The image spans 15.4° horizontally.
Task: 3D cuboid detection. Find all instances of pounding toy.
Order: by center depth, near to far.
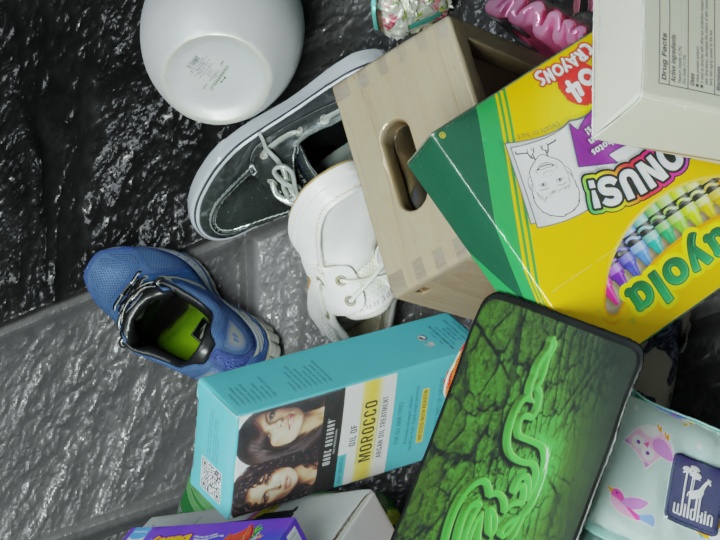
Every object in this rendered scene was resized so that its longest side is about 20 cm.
[{"bbox_3d":[0.070,-0.068,1.764,0.142,0.184,0.201,-30,64,29],"label":"pounding toy"}]

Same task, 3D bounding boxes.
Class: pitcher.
[{"bbox_3d":[-0.113,-0.181,1.991,0.172,0.121,0.200,-52,21,32],"label":"pitcher"}]

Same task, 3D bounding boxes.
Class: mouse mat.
[{"bbox_3d":[0.083,0.119,1.535,0.161,0.008,0.201,20,90,55],"label":"mouse mat"}]

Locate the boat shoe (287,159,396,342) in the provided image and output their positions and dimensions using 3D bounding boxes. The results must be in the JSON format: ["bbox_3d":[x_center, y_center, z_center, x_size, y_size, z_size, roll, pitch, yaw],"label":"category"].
[{"bbox_3d":[0.000,0.000,1.796,0.071,0.200,0.069,-28,61,-10],"label":"boat shoe"}]

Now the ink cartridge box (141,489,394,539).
[{"bbox_3d":[-0.052,0.233,1.750,0.199,0.146,0.083,-11,27,38],"label":"ink cartridge box"}]

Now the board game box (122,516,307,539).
[{"bbox_3d":[-0.062,0.251,1.680,0.134,0.201,0.045,-8,29,36],"label":"board game box"}]

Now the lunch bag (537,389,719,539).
[{"bbox_3d":[0.167,0.180,1.556,0.122,0.170,0.201,-159,91,-83],"label":"lunch bag"}]

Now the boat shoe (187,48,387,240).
[{"bbox_3d":[-0.043,-0.076,1.926,0.199,0.074,0.068,-33,39,16],"label":"boat shoe"}]

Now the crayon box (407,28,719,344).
[{"bbox_3d":[0.159,-0.052,1.618,0.173,0.200,0.058,54,156,6],"label":"crayon box"}]

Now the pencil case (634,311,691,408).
[{"bbox_3d":[0.159,0.097,1.668,0.078,0.089,0.201,115,164,-79],"label":"pencil case"}]

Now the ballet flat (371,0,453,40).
[{"bbox_3d":[0.034,-0.261,1.949,0.064,0.076,0.201,-7,69,6],"label":"ballet flat"}]

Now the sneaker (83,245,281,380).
[{"bbox_3d":[-0.145,0.026,1.963,0.200,0.089,0.079,29,92,44],"label":"sneaker"}]

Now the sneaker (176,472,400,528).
[{"bbox_3d":[-0.058,0.161,1.842,0.199,0.074,0.084,-5,74,40],"label":"sneaker"}]

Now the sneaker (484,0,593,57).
[{"bbox_3d":[0.174,-0.175,1.782,0.200,0.079,0.096,29,82,43],"label":"sneaker"}]

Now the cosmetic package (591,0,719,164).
[{"bbox_3d":[0.243,-0.119,1.597,0.073,0.199,0.104,137,141,-62],"label":"cosmetic package"}]

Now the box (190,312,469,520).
[{"bbox_3d":[-0.013,0.093,1.734,0.049,0.199,0.083,40,134,43],"label":"box"}]

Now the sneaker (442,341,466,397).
[{"bbox_3d":[0.084,0.129,1.691,0.077,0.073,0.201,-103,18,-68],"label":"sneaker"}]
